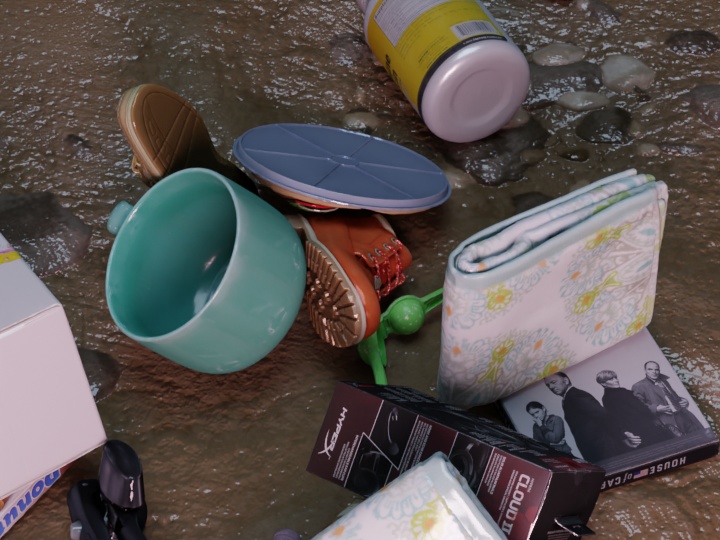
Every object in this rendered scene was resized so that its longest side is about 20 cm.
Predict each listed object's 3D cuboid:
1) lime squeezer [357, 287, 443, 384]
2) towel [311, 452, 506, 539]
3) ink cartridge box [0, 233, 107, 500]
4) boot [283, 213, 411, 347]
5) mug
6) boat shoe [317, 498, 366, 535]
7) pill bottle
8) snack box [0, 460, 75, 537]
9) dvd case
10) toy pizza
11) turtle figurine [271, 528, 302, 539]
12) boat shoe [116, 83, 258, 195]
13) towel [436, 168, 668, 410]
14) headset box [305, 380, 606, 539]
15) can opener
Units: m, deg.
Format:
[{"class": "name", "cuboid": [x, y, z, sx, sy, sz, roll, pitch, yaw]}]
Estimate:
[{"class": "lime squeezer", "cuboid": [0.040, 0.048, 1.712, 0.070, 0.038, 0.200, -8, 29, 42]}, {"class": "towel", "cuboid": [0.045, 0.250, 1.391, 0.171, 0.048, 0.201, -36, 92, 5]}, {"class": "ink cartridge box", "cuboid": [-0.317, 0.066, 1.609, 0.145, 0.148, 0.200, -27, 40, -18]}, {"class": "boot", "cuboid": [0.000, 0.000, 1.726, 0.106, 0.076, 0.200, -4, 25, -14]}, {"class": "mug", "cuboid": [-0.122, -0.005, 1.702, 0.152, 0.114, 0.186, -35, 48, 23]}, {"class": "boat shoe", "cuboid": [0.055, 0.244, 1.467, 0.200, 0.073, 0.063, 49, 31, 3]}, {"class": "pill bottle", "cuboid": [0.070, -0.220, 1.943, 0.111, 0.113, 0.200, -18, 46, -16]}, {"class": "snack box", "cuboid": [-0.295, 0.172, 1.615, 0.072, 0.024, 0.200, 22, 49, 26]}, {"class": "dvd case", "cuboid": [0.183, 0.095, 1.681, 0.149, 0.025, 0.201, -15, 46, -13]}, {"class": "toy pizza", "cuboid": [-0.018, -0.084, 1.823, 0.198, 0.032, 0.200, 11, 20, -4]}, {"class": "turtle figurine", "cuboid": [-0.071, 0.267, 1.466, 0.149, 0.101, 0.200, 24, 42, 19]}, {"class": "boat shoe", "cuboid": [-0.162, -0.092, 1.772, 0.066, 0.200, 0.074, 6, 62, 32]}, {"class": "towel", "cuboid": [0.151, 0.019, 1.621, 0.199, 0.172, 0.048, -23, 50, -20]}, {"class": "headset box", "cuboid": [0.083, 0.153, 1.533, 0.199, 0.078, 0.149, 23, 4, 22]}, {"class": "can opener", "cuboid": [-0.182, 0.201, 1.523, 0.063, 0.079, 0.200, -10, 26, -11]}]
